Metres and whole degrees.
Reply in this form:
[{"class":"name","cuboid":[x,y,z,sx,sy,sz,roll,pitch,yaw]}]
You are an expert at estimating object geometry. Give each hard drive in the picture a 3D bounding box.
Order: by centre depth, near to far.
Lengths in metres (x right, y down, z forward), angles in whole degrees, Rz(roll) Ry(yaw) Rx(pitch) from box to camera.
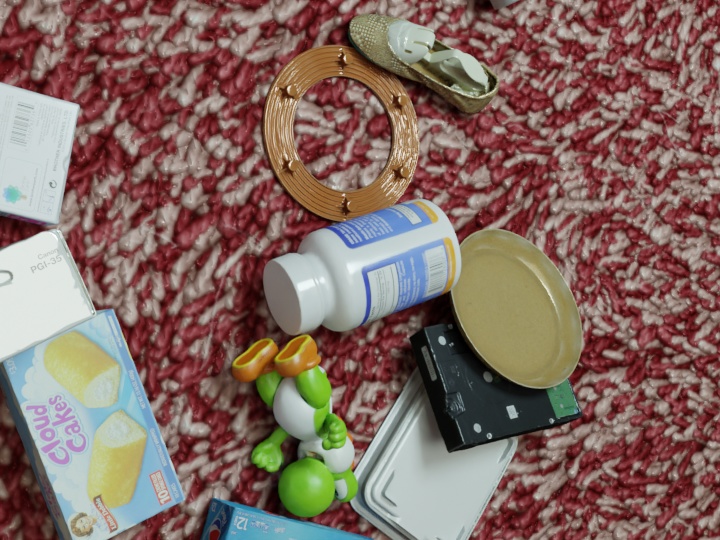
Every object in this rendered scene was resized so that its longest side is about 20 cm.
[{"class":"hard drive","cuboid":[0.158,0.125,1.230,0.199,0.038,0.141,-6,70,-38]}]

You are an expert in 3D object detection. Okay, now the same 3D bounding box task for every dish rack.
[{"class":"dish rack","cuboid":[0.095,0.224,1.225,0.171,0.043,0.201,41,70,-21]}]

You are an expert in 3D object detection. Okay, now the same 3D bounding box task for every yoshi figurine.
[{"class":"yoshi figurine","cuboid":[-0.063,0.175,1.106,0.111,0.112,0.201,-25,112,-7]}]

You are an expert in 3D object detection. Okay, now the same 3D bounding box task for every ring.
[{"class":"ring","cuboid":[-0.016,-0.155,1.198,0.199,0.019,0.202,2,86,-30]}]

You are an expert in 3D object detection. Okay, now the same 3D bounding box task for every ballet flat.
[{"class":"ballet flat","cuboid":[0.081,-0.249,1.229,0.199,0.065,0.071,22,66,-27]}]

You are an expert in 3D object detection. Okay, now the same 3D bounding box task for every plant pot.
[{"class":"plant pot","cuboid":[0.177,0.047,1.246,0.199,0.027,0.201,18,56,-29]}]

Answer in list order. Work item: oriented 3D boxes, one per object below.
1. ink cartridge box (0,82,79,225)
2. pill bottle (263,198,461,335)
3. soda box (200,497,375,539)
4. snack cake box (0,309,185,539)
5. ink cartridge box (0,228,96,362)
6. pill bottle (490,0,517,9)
[{"class":"ink cartridge box","cuboid":[-0.371,-0.121,0.987,0.199,0.042,0.120,14,81,-30]},{"class":"pill bottle","cuboid":[0.000,0.000,1.146,0.199,0.112,0.113,-19,96,-28]},{"class":"soda box","cuboid":[-0.065,0.296,1.117,0.199,0.068,0.065,22,78,-26]},{"class":"snack cake box","cuboid":[-0.262,0.150,1.017,0.115,0.067,0.201,-23,98,-29]},{"class":"ink cartridge box","cuboid":[-0.329,0.035,0.910,0.146,0.200,0.083,-27,100,-27]},{"class":"pill bottle","cuboid":[0.158,-0.422,1.256,0.114,0.114,0.201,-35,104,-26]}]
